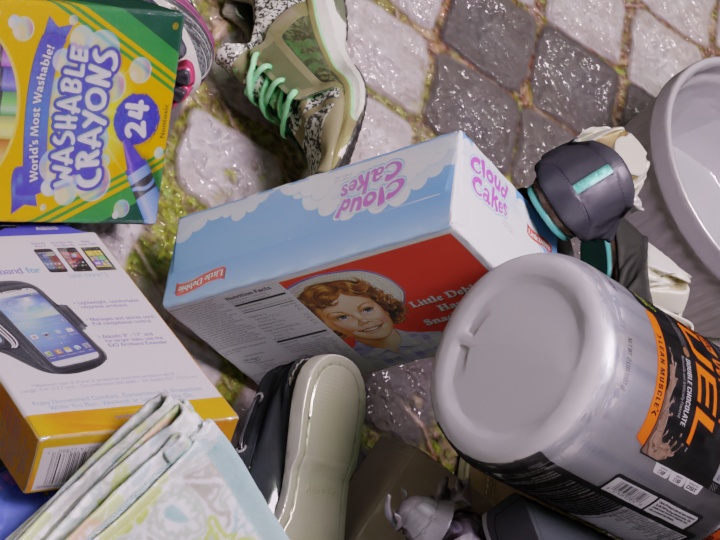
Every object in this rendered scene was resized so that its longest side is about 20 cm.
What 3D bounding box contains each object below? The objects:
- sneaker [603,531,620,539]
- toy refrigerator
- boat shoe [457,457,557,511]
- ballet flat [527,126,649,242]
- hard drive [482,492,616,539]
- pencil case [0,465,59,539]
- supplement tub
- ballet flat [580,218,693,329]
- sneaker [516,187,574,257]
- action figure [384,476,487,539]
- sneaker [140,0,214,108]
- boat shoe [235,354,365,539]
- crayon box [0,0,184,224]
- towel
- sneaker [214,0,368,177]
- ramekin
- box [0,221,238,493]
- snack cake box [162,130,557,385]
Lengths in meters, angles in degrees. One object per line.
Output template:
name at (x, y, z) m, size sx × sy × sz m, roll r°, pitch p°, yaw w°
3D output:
sneaker at (0.182, 0.120, 1.286) m, size 0.200 × 0.069 × 0.100 m, roll 56°, pitch 26°, yaw -57°
toy refrigerator at (0.076, 0.188, 1.192) m, size 0.200 × 0.070 × 0.076 m, roll 37°, pitch 81°, yaw -17°
boat shoe at (0.119, 0.101, 1.288) m, size 0.074 × 0.066 × 0.201 m, roll 35°, pitch 49°, yaw -18°
ballet flat at (0.143, -0.053, 1.191) m, size 0.073 × 0.073 × 0.200 m, roll 56°, pitch 9°, yaw 2°
hard drive at (0.155, 0.210, 1.081) m, size 0.199 × 0.033 × 0.140 m, roll 29°, pitch 31°, yaw -42°
pencil case at (-0.160, 0.128, 1.038) m, size 0.199 × 0.078 × 0.088 m, roll -21°, pitch 114°, yaw -44°
supplement tub at (0.141, 0.079, 1.083) m, size 0.199 × 0.122 × 0.123 m, roll 28°, pitch 49°, yaw -44°
ballet flat at (0.177, 0.028, 1.268) m, size 0.068 × 0.068 × 0.201 m, roll 11°, pitch 34°, yaw -2°
sneaker at (0.060, -0.024, 1.253) m, size 0.199 × 0.116 × 0.075 m, roll 25°, pitch 46°, yaw -6°
action figure at (0.078, 0.194, 1.088) m, size 0.200 × 0.069 × 0.130 m, roll 48°, pitch 28°, yaw -16°
sneaker at (-0.168, -0.187, 1.219) m, size 0.201 × 0.080 × 0.075 m, roll 54°, pitch 28°, yaw -10°
boat shoe at (-0.054, 0.144, 1.123) m, size 0.074 × 0.066 × 0.201 m, roll 20°, pitch 76°, yaw -45°
crayon box at (-0.200, -0.093, 1.107) m, size 0.199 × 0.051 × 0.127 m, roll 0°, pitch 105°, yaw -38°
towel at (-0.106, 0.182, 0.998) m, size 0.171 × 0.048 × 0.201 m, roll -44°, pitch 128°, yaw -22°
sneaker at (-0.050, -0.118, 1.270) m, size 0.088 × 0.077 × 0.201 m, roll 3°, pitch 42°, yaw -14°
ramekin at (0.266, -0.046, 1.462) m, size 0.199 × 0.105 × 0.202 m, roll 18°, pitch 56°, yaw -30°
box at (-0.165, 0.038, 1.062) m, size 0.118 × 0.042 × 0.200 m, roll -3°, pitch 34°, yaw -36°
snack cake box at (0.000, 0.000, 1.139) m, size 0.115 × 0.199 × 0.068 m, roll 44°, pitch 42°, yaw -42°
